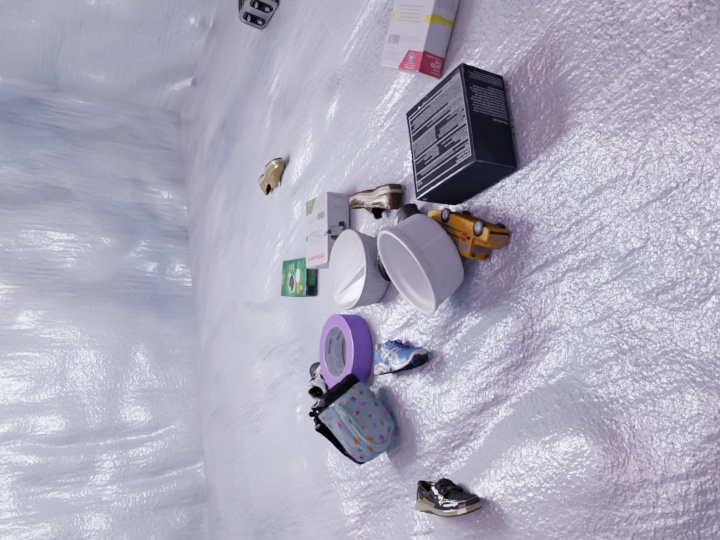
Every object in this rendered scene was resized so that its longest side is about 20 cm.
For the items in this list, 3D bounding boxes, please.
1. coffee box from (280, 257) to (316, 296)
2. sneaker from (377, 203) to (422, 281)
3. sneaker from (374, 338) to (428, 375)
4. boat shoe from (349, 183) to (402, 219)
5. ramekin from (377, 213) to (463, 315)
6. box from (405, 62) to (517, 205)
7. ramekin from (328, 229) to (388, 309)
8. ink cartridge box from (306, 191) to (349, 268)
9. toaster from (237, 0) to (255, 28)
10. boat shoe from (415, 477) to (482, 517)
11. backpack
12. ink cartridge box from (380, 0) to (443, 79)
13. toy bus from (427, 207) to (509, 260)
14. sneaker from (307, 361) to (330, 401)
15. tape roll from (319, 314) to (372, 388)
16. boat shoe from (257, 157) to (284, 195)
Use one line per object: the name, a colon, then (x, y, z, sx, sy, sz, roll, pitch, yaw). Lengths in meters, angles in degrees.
coffee box: (-0.206, 0.025, 1.874, 0.198, 0.043, 0.128, -7, 80, 58)
sneaker: (0.102, -0.053, 1.343, 0.091, 0.074, 0.205, 48, 130, 41)
sneaker: (0.086, 0.201, 1.334, 0.198, 0.074, 0.080, -26, 70, 54)
boat shoe: (0.034, -0.171, 1.466, 0.200, 0.073, 0.078, -7, 87, 58)
ramekin: (0.129, -0.019, 1.190, 0.202, 0.096, 0.202, 51, 163, 22)
box: (0.200, -0.265, 1.147, 0.199, 0.120, 0.206, -27, 63, 57)
ramekin: (0.000, 0.000, 1.483, 0.200, 0.092, 0.211, -12, 76, 58)
ink cartridge box: (-0.099, -0.113, 1.668, 0.145, 0.082, 0.208, -12, 77, 58)
toaster: (-0.411, -1.114, 2.263, 0.179, 0.115, 0.208, -25, 66, 54)
boat shoe: (0.172, 0.467, 1.168, 0.200, 0.070, 0.068, -35, 63, 58)
backpack: (-0.010, 0.371, 1.389, 0.201, 0.165, 0.127, 49, 138, 12)
ink cartridge box: (0.139, -0.565, 1.304, 0.144, 0.081, 0.207, 32, 114, 47)
toy bus: (0.214, -0.077, 1.158, 0.199, 0.063, 0.081, 33, 115, 55)
sneaker: (-0.124, 0.334, 1.666, 0.199, 0.086, 0.077, 38, 120, 55)
tape roll: (-0.044, 0.225, 1.562, 0.198, 0.064, 0.208, -11, 77, 58)
boat shoe: (-0.323, -0.345, 2.100, 0.200, 0.070, 0.078, -40, 68, 59)
